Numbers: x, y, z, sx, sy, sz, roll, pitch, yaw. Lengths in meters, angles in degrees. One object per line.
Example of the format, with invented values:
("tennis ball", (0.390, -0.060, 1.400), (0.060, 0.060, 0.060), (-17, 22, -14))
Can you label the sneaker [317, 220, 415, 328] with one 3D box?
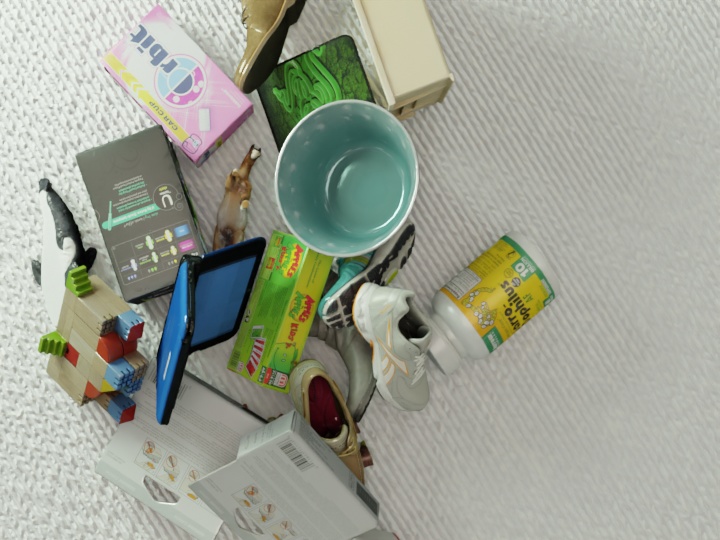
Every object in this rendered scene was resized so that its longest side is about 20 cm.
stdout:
("sneaker", (0.000, 0.000, 1.479), (0.079, 0.078, 0.201), (21, 53, 27))

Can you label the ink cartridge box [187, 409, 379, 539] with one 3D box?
("ink cartridge box", (-0.097, 0.292, 1.413), (0.172, 0.044, 0.201), (-28, 119, 21))

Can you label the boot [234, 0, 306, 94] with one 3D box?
("boot", (-0.139, -0.334, 1.498), (0.074, 0.074, 0.203), (21, 68, 5))

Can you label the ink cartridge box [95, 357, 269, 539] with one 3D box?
("ink cartridge box", (-0.234, 0.242, 1.465), (0.198, 0.044, 0.176), (29, 91, 12))

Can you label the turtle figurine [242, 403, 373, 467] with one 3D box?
("turtle figurine", (-0.072, 0.254, 1.492), (0.159, 0.064, 0.203), (-24, 90, -4))

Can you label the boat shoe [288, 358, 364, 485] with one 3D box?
("boat shoe", (-0.041, 0.218, 1.429), (0.073, 0.066, 0.203), (-25, 101, -13))

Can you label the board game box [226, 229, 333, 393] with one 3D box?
("board game box", (-0.109, 0.054, 1.475), (0.047, 0.101, 0.204), (21, 87, -37))

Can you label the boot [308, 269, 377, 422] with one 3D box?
("boot", (-0.030, 0.100, 1.497), (0.128, 0.068, 0.204), (14, 71, 0))

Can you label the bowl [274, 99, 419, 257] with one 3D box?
("bowl", (-0.005, -0.114, 1.437), (0.197, 0.105, 0.205), (-2, 84, 17))

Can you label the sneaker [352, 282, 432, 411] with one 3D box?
("sneaker", (0.061, 0.108, 1.425), (0.076, 0.091, 0.202), (-51, 129, -39))

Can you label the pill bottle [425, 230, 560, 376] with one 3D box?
("pill bottle", (0.169, 0.049, 1.491), (0.199, 0.113, 0.113), (-39, 91, -4))

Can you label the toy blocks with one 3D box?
("toy blocks", (-0.335, 0.110, 1.410), (0.136, 0.099, 0.202), (38, 126, 21))

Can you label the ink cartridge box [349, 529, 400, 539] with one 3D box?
("ink cartridge box", (0.002, 0.459, 1.449), (0.081, 0.146, 0.204), (13, 88, -11))

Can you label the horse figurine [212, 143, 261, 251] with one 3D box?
("horse figurine", (-0.172, -0.068, 1.479), (0.049, 0.133, 0.204), (8, 101, -9))

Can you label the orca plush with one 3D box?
("orca plush", (-0.402, -0.026, 1.494), (0.104, 0.070, 0.204), (-23, 81, 41))

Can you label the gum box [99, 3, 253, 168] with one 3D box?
("gum box", (-0.255, -0.257, 1.495), (0.113, 0.066, 0.200), (-44, 91, -5))

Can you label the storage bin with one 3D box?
("storage bin", (0.041, -0.315, 1.452), (0.092, 0.199, 0.204), (-20, 89, -2))

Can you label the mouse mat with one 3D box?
("mouse mat", (-0.050, -0.207, 1.511), (0.158, 0.008, 0.204), (-20, 89, 17))

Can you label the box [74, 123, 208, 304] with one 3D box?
("box", (-0.282, -0.069, 1.447), (0.122, 0.149, 0.204), (-20, 90, -5))

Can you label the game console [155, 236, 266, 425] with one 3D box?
("game console", (-0.189, 0.077, 1.380), (0.116, 0.202, 0.173), (6, 45, -17))
